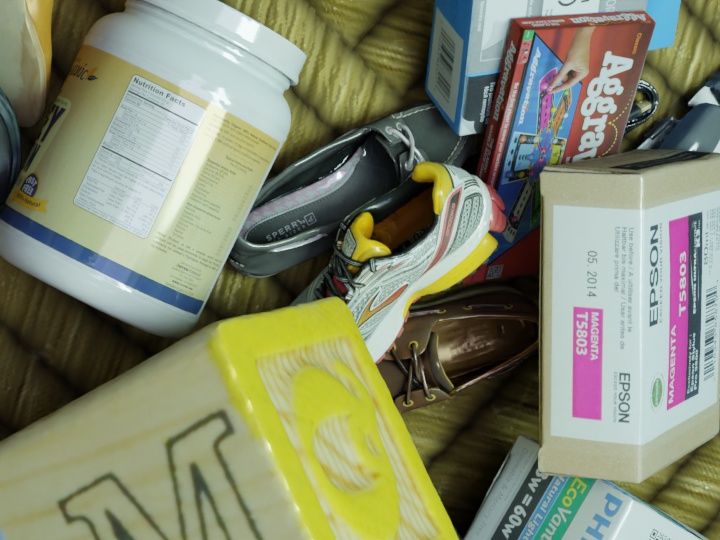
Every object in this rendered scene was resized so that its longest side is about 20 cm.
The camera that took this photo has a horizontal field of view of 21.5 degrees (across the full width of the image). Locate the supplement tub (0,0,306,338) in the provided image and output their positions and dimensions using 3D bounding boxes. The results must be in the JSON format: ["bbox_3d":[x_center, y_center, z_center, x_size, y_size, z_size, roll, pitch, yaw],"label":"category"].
[{"bbox_3d":[-0.130,-0.074,1.201,0.144,0.144,0.201,26,89,-18],"label":"supplement tub"}]

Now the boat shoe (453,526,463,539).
[{"bbox_3d":[-0.021,0.203,1.307,0.198,0.075,0.069,-14,107,-13],"label":"boat shoe"}]

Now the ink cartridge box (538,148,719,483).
[{"bbox_3d":[0.182,0.025,1.255,0.074,0.164,0.202,5,100,28],"label":"ink cartridge box"}]

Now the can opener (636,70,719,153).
[{"bbox_3d":[0.280,-0.122,1.357,0.200,0.067,0.053,-41,107,-6],"label":"can opener"}]

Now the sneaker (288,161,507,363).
[{"bbox_3d":[0.000,0.000,1.254,0.200,0.078,0.082,-45,141,9],"label":"sneaker"}]

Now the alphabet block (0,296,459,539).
[{"bbox_3d":[-0.085,0.150,1.161,0.199,0.195,0.198,-29,84,23],"label":"alphabet block"}]

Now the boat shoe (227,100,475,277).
[{"bbox_3d":[-0.004,-0.058,1.278,0.199,0.057,0.067,-31,80,-10],"label":"boat shoe"}]

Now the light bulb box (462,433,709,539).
[{"bbox_3d":[0.158,0.251,1.310,0.199,0.125,0.199,33,86,-39],"label":"light bulb box"}]

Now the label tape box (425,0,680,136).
[{"bbox_3d":[0.150,-0.182,1.274,0.198,0.063,0.145,-12,131,-19],"label":"label tape box"}]

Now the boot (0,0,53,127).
[{"bbox_3d":[-0.200,-0.204,1.198,0.070,0.202,0.144,18,51,17],"label":"boot"}]

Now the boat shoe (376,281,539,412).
[{"bbox_3d":[0.037,0.060,1.309,0.198,0.068,0.073,-18,102,-13],"label":"boat shoe"}]

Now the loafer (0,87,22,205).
[{"bbox_3d":[-0.261,-0.109,1.158,0.072,0.073,0.201,-39,141,-28],"label":"loafer"}]

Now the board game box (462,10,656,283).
[{"bbox_3d":[0.130,-0.082,1.286,0.102,0.019,0.201,-8,129,-26],"label":"board game box"}]

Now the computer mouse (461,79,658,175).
[{"bbox_3d":[0.130,-0.078,1.336,0.199,0.034,0.059,-33,104,-10],"label":"computer mouse"}]
